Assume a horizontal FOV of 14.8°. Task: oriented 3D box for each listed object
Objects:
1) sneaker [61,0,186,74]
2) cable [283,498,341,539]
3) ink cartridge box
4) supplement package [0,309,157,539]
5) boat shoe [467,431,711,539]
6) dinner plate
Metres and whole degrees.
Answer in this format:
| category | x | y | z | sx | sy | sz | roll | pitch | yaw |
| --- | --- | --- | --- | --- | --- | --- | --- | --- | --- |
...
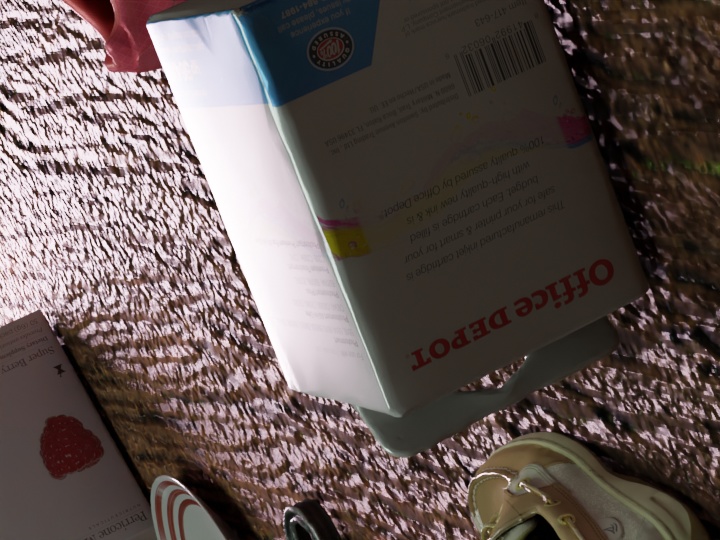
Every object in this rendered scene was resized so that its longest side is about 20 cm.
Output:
| category | x | y | z | sx | sy | sz | roll | pitch | yaw |
| --- | --- | --- | --- | --- | --- | --- | --- | --- | --- |
| sneaker | -0.141 | -0.190 | 1.476 | 0.201 | 0.086 | 0.074 | 58 | 158 | 20 |
| cable | -0.007 | 0.241 | 1.691 | 0.097 | 0.050 | 0.201 | 17 | 130 | 63 |
| ink cartridge box | 0.017 | -0.036 | 1.162 | 0.125 | 0.128 | 0.201 | 8 | 120 | 68 |
| supplement package | -0.253 | 0.157 | 2.123 | 0.201 | 0.121 | 0.120 | 58 | 159 | 18 |
| boat shoe | 0.091 | 0.124 | 1.277 | 0.200 | 0.066 | 0.074 | 11 | 123 | 67 |
| dinner plate | -0.091 | 0.231 | 1.940 | 0.200 | 0.024 | 0.201 | 52 | 158 | 32 |
